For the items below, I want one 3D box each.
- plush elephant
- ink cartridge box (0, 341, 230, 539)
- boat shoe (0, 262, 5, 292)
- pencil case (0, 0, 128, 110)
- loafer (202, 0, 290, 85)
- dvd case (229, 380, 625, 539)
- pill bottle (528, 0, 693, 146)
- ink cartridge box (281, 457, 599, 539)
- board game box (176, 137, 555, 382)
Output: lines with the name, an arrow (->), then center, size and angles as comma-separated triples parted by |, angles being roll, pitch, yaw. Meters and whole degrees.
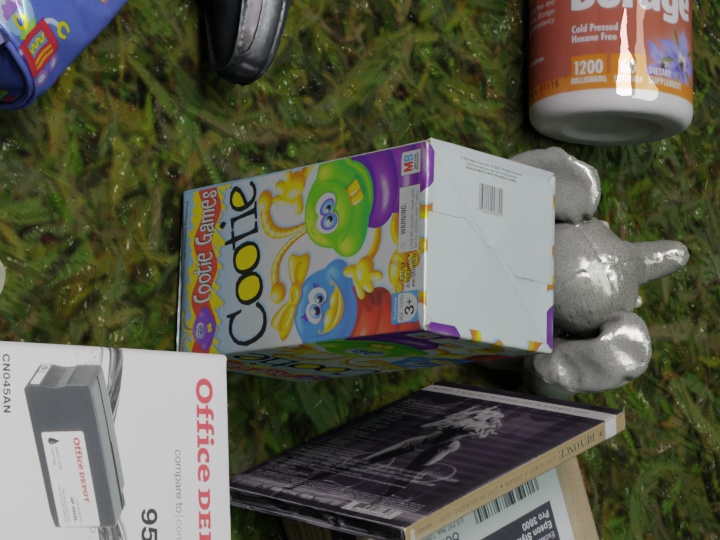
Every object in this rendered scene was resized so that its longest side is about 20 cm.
plush elephant -> 0.131, 0.004, 1.307 | 0.200, 0.155, 0.165 | -13, 93, -45
ink cartridge box -> -0.165, 0.111, 1.057 | 0.200, 0.084, 0.145 | 5, 80, -44
boat shoe -> -0.269, -0.008, 0.996 | 0.199, 0.071, 0.063 | -3, 43, -42
pencil case -> -0.154, -0.178, 1.103 | 0.200, 0.078, 0.087 | -54, 127, -26
loafer -> -0.082, -0.207, 1.205 | 0.070, 0.068, 0.201 | 6, 75, -33
dvd case -> 0.038, 0.109, 1.208 | 0.200, 0.148, 0.016 | -22, 110, -43
pill bottle -> 0.170, -0.194, 1.409 | 0.112, 0.112, 0.201 | 10, 76, -42
ink cartridge box -> 0.061, 0.188, 1.270 | 0.200, 0.075, 0.165 | -23, 98, -44
board game box -> 0.000, 0.000, 1.152 | 0.105, 0.200, 0.103 | 12, 76, -43
